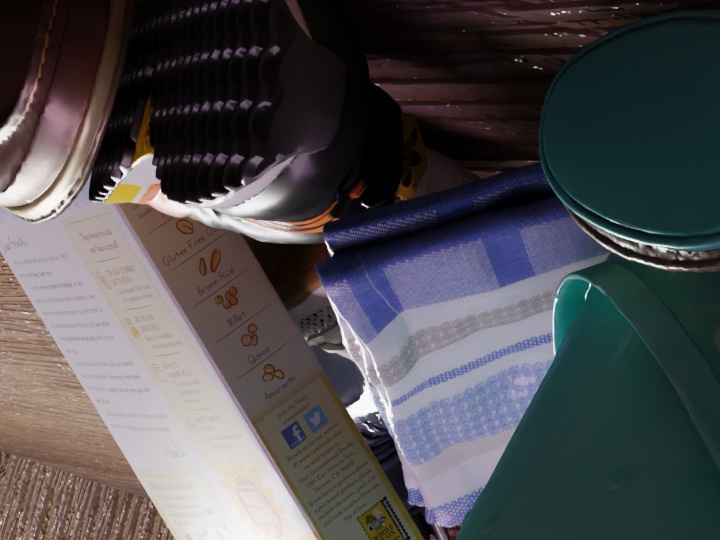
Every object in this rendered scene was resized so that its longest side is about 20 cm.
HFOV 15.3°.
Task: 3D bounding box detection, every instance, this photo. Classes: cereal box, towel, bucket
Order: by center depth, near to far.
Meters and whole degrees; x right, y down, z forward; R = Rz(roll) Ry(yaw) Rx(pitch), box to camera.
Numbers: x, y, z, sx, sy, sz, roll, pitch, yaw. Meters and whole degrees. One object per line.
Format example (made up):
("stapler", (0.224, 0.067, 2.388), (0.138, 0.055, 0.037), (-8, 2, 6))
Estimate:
("bucket", (0.117, 0.088, 0.700), (0.206, 0.135, 0.207), (22, 158, 9))
("towel", (0.070, 0.020, 0.797), (0.146, 0.024, 0.200), (-16, 153, 3))
("cereal box", (-0.066, 0.023, 0.937), (0.201, 0.039, 0.144), (60, 157, -11))

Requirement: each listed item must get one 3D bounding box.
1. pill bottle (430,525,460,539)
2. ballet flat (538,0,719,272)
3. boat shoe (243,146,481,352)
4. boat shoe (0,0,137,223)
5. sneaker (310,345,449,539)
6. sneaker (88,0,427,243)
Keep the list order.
("pill bottle", (0.084, 0.138, 1.218), (0.114, 0.201, 0.114), (15, 171, 3))
("ballet flat", (0.117, -0.029, 0.613), (0.067, 0.068, 0.200), (12, 175, -28))
("boat shoe", (0.000, 0.000, 0.947), (0.069, 0.071, 0.200), (18, 169, -16))
("boat shoe", (-0.121, -0.057, 0.810), (0.067, 0.072, 0.200), (17, 173, -22))
("sneaker", (0.018, 0.068, 1.069), (0.077, 0.147, 0.202), (-22, -164, -28))
("sneaker", (-0.015, -0.043, 0.755), (0.090, 0.070, 0.200), (11, 177, -18))
